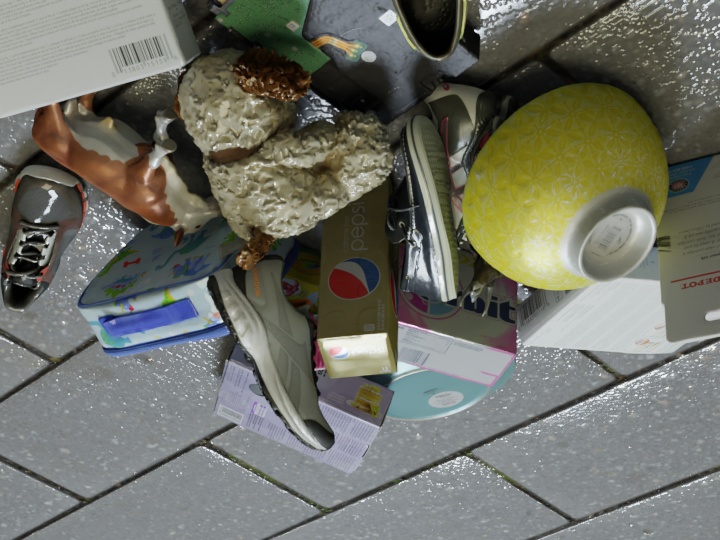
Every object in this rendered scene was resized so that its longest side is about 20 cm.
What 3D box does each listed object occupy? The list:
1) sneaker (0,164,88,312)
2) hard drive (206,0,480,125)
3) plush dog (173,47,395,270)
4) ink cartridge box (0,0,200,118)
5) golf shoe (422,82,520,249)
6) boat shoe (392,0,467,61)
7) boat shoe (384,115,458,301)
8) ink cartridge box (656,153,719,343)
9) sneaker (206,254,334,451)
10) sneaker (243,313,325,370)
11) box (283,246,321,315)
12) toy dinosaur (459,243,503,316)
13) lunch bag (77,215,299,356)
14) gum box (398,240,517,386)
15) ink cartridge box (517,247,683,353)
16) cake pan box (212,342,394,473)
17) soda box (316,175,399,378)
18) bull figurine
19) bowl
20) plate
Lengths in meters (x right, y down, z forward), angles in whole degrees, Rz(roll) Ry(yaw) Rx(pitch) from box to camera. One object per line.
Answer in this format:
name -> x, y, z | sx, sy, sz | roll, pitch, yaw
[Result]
sneaker -> -0.328, -0.025, 1.466 | 0.076, 0.082, 0.201 | 14, 141, -10
hard drive -> -0.013, -0.211, 1.226 | 0.199, 0.038, 0.139 | 32, 135, -29
plush dog -> -0.097, -0.113, 1.260 | 0.199, 0.161, 0.173 | -5, 121, 46
ink cartridge box -> -0.256, -0.236, 1.217 | 0.198, 0.044, 0.175 | -12, 109, 21
golf shoe -> 0.085, -0.097, 1.342 | 0.087, 0.077, 0.201 | 23, 137, 6
boat shoe -> 0.046, -0.258, 1.113 | 0.071, 0.061, 0.203 | -14, 128, 1
boat shoe -> 0.051, -0.051, 1.295 | 0.062, 0.075, 0.201 | 0, 134, 11
ink cartridge box -> 0.332, -0.009, 1.298 | 0.115, 0.201, 0.067 | -13, 139, 23
sneaker -> -0.064, 0.078, 1.305 | 0.079, 0.074, 0.201 | -28, 111, -10
sneaker -> -0.087, 0.067, 1.436 | 0.087, 0.074, 0.200 | 7, 180, 13
box -> -0.043, 0.039, 1.536 | 0.199, 0.049, 0.117 | 21, 141, -20
toy dinosaur -> 0.177, -0.045, 1.390 | 0.199, 0.077, 0.103 | -22, 148, -16
lunch bag -> -0.170, 0.008, 1.408 | 0.199, 0.161, 0.083 | -14, 117, 32
gum box -> 0.057, 0.031, 1.456 | 0.198, 0.114, 0.066 | 16, 141, -13
ink cartridge box -> 0.283, 0.030, 1.484 | 0.198, 0.051, 0.162 | 3, 152, -26
cake pan box -> -0.069, 0.151, 1.615 | 0.183, 0.053, 0.200 | 25, 154, 1
soda box -> 0.000, 0.000, 1.355 | 0.067, 0.201, 0.064 | -5, 141, 9
bull figurine -> -0.217, -0.107, 1.333 | 0.199, 0.065, 0.122 | 28, 135, 1
bowl -> 0.199, -0.052, 1.269 | 0.199, 0.108, 0.201 | -15, 131, -18
plate -> 0.078, 0.129, 1.607 | 0.198, 0.026, 0.201 | -7, 150, -4
